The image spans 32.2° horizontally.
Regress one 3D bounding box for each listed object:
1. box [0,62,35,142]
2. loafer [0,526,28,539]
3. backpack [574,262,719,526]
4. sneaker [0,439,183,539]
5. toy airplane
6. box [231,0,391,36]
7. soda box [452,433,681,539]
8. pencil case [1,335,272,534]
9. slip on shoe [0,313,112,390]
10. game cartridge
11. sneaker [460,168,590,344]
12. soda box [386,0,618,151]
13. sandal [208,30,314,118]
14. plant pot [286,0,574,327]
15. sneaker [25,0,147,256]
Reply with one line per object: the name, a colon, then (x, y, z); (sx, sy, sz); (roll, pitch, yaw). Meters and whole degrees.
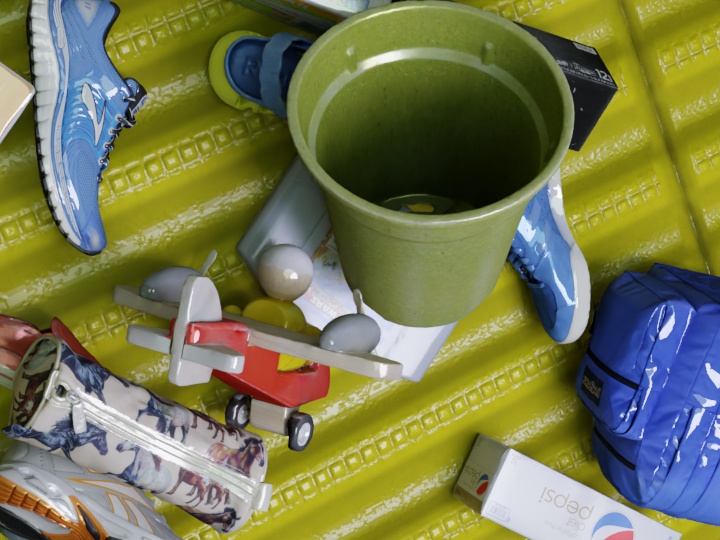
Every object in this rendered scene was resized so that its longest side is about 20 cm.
box: (-0.357, -0.124, 0.885); (0.199, 0.106, 0.153); (35, 84, -18)
loafer: (-0.186, 0.220, 0.993); (0.198, 0.072, 0.064); (29, 79, -16)
backpack: (0.274, 0.109, 1.094); (0.165, 0.163, 0.203); (12, 103, -10)
sneaker: (-0.181, 0.178, 0.946); (0.199, 0.076, 0.093); (33, 44, -10)
toy airplane: (-0.082, 0.041, 0.945); (0.198, 0.199, 0.143); (26, 76, -15)
box: (-0.072, -0.263, 0.967); (0.197, 0.112, 0.103); (19, 88, -18)
soda box: (0.184, 0.219, 1.115); (0.198, 0.068, 0.064); (29, 85, -19)
pencil case: (-0.158, 0.122, 0.908); (0.198, 0.089, 0.079); (30, 87, -25)
slip on shoe: (-0.237, 0.069, 0.963); (0.198, 0.074, 0.062); (27, 83, -14)
game cartridge: (0.000, 0.000, 1.054); (0.199, 0.041, 0.134); (36, 79, -18)
sneaker: (0.126, -0.029, 1.069); (0.110, 0.077, 0.203); (-12, 94, -23)
soda box: (0.103, -0.161, 1.003); (0.197, 0.064, 0.071); (13, 128, -24)
sandal: (-0.021, -0.145, 1.009); (0.197, 0.087, 0.081); (7, 90, -21)
plant pot: (0.047, -0.060, 0.924); (0.197, 0.185, 0.203); (0, 55, 0)
sneaker: (-0.204, -0.113, 0.953); (0.088, 0.078, 0.204); (-4, 96, -16)
